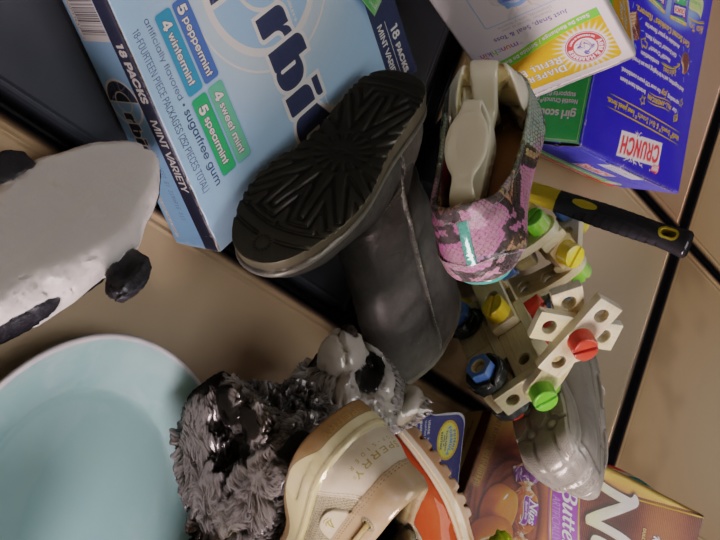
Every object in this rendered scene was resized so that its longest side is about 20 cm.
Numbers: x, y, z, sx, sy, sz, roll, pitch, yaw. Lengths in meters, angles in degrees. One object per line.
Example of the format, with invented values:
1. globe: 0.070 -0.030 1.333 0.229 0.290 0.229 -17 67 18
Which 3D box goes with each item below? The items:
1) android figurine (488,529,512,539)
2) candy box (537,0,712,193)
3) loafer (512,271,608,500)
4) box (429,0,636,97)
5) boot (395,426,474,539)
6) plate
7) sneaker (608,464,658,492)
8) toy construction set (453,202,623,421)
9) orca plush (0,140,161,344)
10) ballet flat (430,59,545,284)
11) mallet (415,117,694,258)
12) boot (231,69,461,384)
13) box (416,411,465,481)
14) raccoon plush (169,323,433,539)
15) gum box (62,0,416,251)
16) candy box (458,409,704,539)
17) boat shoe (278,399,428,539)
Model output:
1. android figurine: 0.045 0.262 0.841 0.200 0.041 0.182 -48 133 4
2. candy box: 0.205 -0.178 0.971 0.168 0.076 0.203 15 85 -49
3. loafer: 0.145 0.081 0.907 0.070 0.069 0.202 43 34 -31
4. box: 0.094 -0.222 0.792 0.200 0.100 0.114 47 35 -42
5. boot: 0.022 0.176 0.752 0.106 0.075 0.202 -24 80 -8
6. plate: -0.154 0.133 0.665 0.199 0.025 0.204 -11 105 -46
7. sneaker: 0.171 0.209 0.991 0.198 0.093 0.071 -20 111 -45
8. toy construction set: 0.123 0.026 0.853 0.130 0.201 0.092 -35 112 12
9. orca plush: -0.163 0.014 0.595 0.202 0.104 0.071 -75 -171 -45
10. ballet flat: 0.074 -0.080 0.733 0.202 0.068 0.072 -78 158 -46
11. mallet: 0.122 -0.042 0.821 0.066 0.198 0.041 -53 154 -20
12. boot: 0.001 0.002 0.758 0.182 0.072 0.202 -46 148 -32
13. box: -0.014 0.154 0.806 0.198 0.032 0.123 3 94 -40
14. raccoon plush: -0.044 0.125 0.719 0.133 0.097 0.202 -5 129 -49
15. gum box: -0.061 -0.140 0.704 0.200 0.044 0.171 -45 129 -32
16. candy box: 0.153 0.200 0.927 0.198 0.056 0.118 27 75 -15
17. boat shoe: -0.002 0.148 0.643 0.072 0.065 0.201 -36 153 -30
